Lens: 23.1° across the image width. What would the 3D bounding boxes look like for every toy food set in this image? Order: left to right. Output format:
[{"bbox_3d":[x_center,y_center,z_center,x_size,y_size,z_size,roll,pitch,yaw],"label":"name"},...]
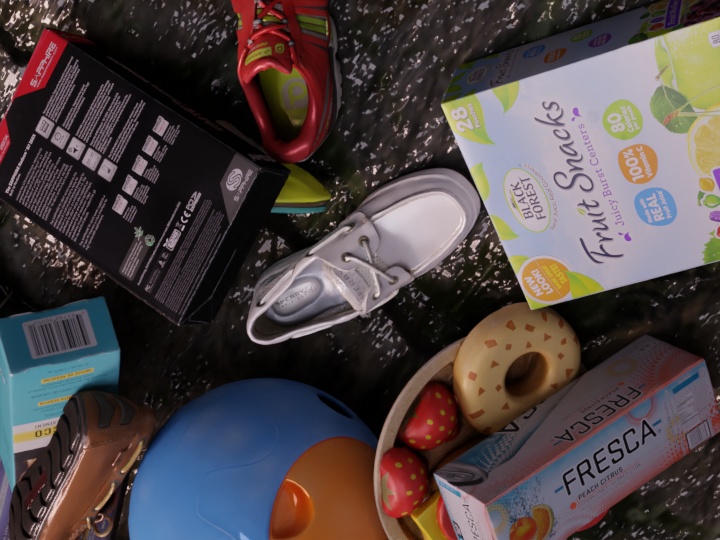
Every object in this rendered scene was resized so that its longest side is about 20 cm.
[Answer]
[{"bbox_3d":[0.101,0.135,1.266,0.200,0.049,0.198,-43,120,-13],"label":"toy food set"}]

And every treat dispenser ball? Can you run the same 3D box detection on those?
[{"bbox_3d":[-0.070,0.180,1.302,0.200,0.201,0.201,6,121,11],"label":"treat dispenser ball"}]

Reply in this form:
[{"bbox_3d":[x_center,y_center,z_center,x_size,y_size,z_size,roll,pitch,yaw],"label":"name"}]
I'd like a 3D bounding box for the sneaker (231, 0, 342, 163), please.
[{"bbox_3d":[-0.052,-0.163,1.164,0.077,0.085,0.200,-5,119,15],"label":"sneaker"}]

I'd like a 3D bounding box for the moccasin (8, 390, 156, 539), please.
[{"bbox_3d":[-0.209,0.162,1.313,0.078,0.074,0.202,8,130,-30],"label":"moccasin"}]

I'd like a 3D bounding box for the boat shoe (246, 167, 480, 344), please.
[{"bbox_3d":[0.000,0.000,1.256,0.200,0.069,0.071,-34,105,28],"label":"boat shoe"}]

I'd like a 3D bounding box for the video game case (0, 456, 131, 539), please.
[{"bbox_3d":[-0.290,0.191,1.411,0.200,0.143,0.019,4,156,13],"label":"video game case"}]

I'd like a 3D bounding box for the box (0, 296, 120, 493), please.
[{"bbox_3d":[-0.227,0.099,1.314,0.082,0.049,0.200,-13,149,-17],"label":"box"}]

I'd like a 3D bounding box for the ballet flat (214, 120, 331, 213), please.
[{"bbox_3d":[-0.119,-0.074,1.252,0.200,0.067,0.067,1,98,16],"label":"ballet flat"}]

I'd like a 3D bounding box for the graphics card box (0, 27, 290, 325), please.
[{"bbox_3d":[-0.159,-0.065,1.208,0.200,0.051,0.126,33,102,22],"label":"graphics card box"}]

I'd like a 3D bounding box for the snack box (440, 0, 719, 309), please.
[{"bbox_3d":[0.178,-0.079,1.165,0.200,0.068,0.169,-16,115,24],"label":"snack box"}]

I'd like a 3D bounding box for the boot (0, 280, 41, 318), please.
[{"bbox_3d":[-0.291,-0.006,1.328,0.203,0.074,0.154,20,120,1],"label":"boot"}]

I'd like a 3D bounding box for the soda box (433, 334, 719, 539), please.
[{"bbox_3d":[0.153,0.124,1.223,0.068,0.200,0.064,24,139,56],"label":"soda box"}]
